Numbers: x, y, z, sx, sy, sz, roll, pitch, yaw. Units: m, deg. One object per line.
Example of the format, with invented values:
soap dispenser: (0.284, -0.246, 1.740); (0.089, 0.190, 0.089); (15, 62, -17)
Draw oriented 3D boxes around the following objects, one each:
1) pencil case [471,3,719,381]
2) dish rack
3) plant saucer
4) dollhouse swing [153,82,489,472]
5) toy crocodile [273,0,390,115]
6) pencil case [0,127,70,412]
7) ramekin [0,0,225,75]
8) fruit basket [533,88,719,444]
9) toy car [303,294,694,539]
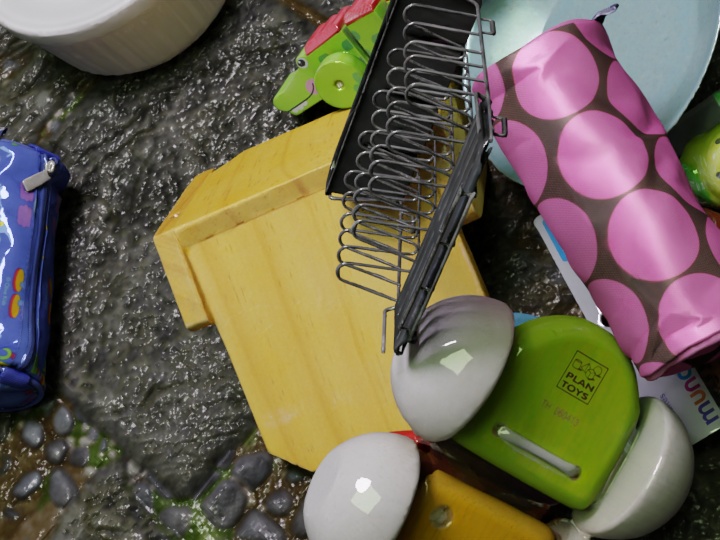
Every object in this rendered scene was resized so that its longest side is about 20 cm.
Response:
pencil case: (0.145, -0.040, 0.821); (0.091, 0.094, 0.200); (-35, 72, 29)
dish rack: (0.026, -0.059, 0.801); (0.054, 0.154, 0.200); (15, 33, -9)
plant saucer: (0.147, -0.142, 0.930); (0.201, 0.039, 0.201); (-16, 68, 45)
dollhouse swing: (0.000, 0.000, 1.000); (0.200, 0.176, 0.182); (-23, 17, 15)
toy crocodile: (0.012, -0.165, 1.027); (0.200, 0.062, 0.068); (-27, 23, 40)
pencil case: (-0.255, 0.000, 1.096); (0.087, 0.078, 0.200); (-21, 57, 42)
ramekin: (-0.186, -0.242, 1.172); (0.202, 0.094, 0.203); (-11, 62, 22)
fruit basket: (0.214, -0.020, 0.872); (0.200, 0.094, 0.185); (-32, 57, 13)
toy car: (0.071, 0.107, 0.852); (0.200, 0.175, 0.150); (-58, 15, 8)
